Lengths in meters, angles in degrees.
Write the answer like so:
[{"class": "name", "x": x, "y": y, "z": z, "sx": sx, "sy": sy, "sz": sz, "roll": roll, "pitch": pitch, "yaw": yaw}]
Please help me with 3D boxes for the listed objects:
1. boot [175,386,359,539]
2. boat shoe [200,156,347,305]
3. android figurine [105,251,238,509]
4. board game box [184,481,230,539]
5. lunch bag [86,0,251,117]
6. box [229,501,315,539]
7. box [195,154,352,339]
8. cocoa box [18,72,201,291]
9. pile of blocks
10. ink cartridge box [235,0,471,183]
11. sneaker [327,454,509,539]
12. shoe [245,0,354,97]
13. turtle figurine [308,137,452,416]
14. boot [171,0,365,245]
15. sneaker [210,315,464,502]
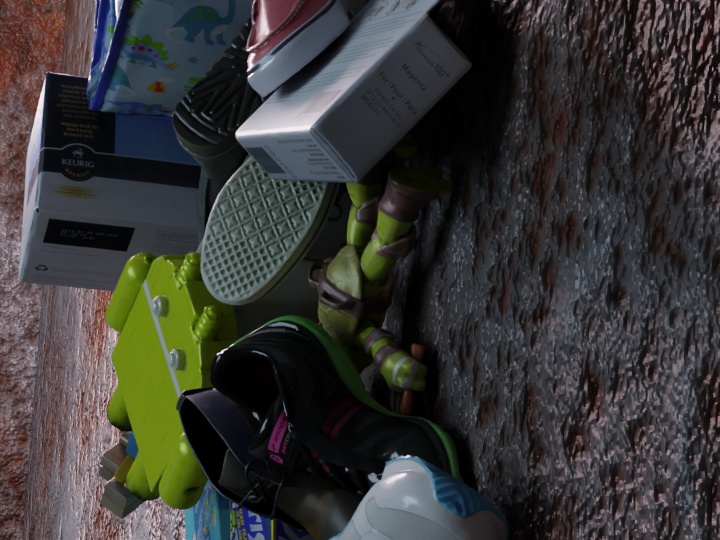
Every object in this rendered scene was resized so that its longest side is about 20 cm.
[{"class": "boot", "x": -0.040, "y": 0.140, "z": 1.059, "sx": 0.075, "sy": 0.096, "sz": 0.200, "roll": 108, "pitch": 146, "yaw": -43}, {"class": "boat shoe", "x": -0.038, "y": -0.064, "z": 1.154, "sx": 0.201, "sy": 0.074, "sz": 0.062, "roll": -64, "pitch": -19, "yaw": -12}, {"class": "android figurine", "x": -0.134, "y": 0.071, "z": 1.242, "sx": 0.200, "sy": 0.041, "sz": 0.183, "roll": -60, "pitch": 41, "yaw": 46}, {"class": "board game box", "x": -0.100, "y": 0.208, "z": 1.357, "sx": 0.201, "sy": 0.047, "sz": 0.151, "roll": -101, "pitch": 19, "yaw": -47}, {"class": "lunch bag", "x": -0.112, "y": -0.192, "z": 1.345, "sx": 0.201, "sy": 0.169, "sz": 0.128, "roll": 110, "pitch": 159, "yaw": -44}, {"class": "box", "x": -0.040, "y": 0.186, "z": 1.126, "sx": 0.064, "sy": 0.070, "sz": 0.201, "roll": -42, "pitch": 44, "yaw": 50}, {"class": "box", "x": -0.076, "y": 0.015, "z": 1.271, "sx": 0.200, "sy": 0.077, "sz": 0.095, "roll": 124, "pitch": 150, "yaw": -46}, {"class": "cocoa box", "x": -0.174, "y": -0.066, "z": 1.460, "sx": 0.133, "sy": 0.199, "sz": 0.132, "roll": 122, "pitch": 150, "yaw": -58}, {"class": "pile of blocks", "x": -0.155, "y": 0.096, "z": 1.400, "sx": 0.200, "sy": 0.062, "sz": 0.082, "roll": -54, "pitch": -20, "yaw": -14}, {"class": "ink cartridge box", "x": 0.018, "y": -0.126, "z": 1.028, "sx": 0.174, "sy": 0.044, "sz": 0.200, "roll": -45, "pitch": 14, "yaw": -9}, {"class": "sneaker", "x": 0.013, "y": 0.162, "z": 0.900, "sx": 0.081, "sy": 0.076, "sz": 0.200, "roll": -55, "pitch": -1, "yaw": -35}, {"class": "shoe", "x": -0.053, "y": -0.183, "z": 1.115, "sx": 0.071, "sy": 0.091, "sz": 0.200, "roll": -34, "pitch": 16, "yaw": 24}, {"class": "turtle figurine", "x": 0.000, "y": 0.000, "z": 1.076, "sx": 0.200, "sy": 0.064, "sz": 0.162, "roll": -114, "pitch": 34, "yaw": -60}, {"class": "boot", "x": -0.061, "y": -0.102, "z": 1.300, "sx": 0.073, "sy": 0.182, "sz": 0.200, "roll": 46, "pitch": 168, "yaw": 24}, {"class": "sneaker", "x": -0.016, "y": 0.100, "z": 0.995, "sx": 0.200, "sy": 0.083, "sz": 0.077, "roll": 37, "pitch": 128, "yaw": 40}]
